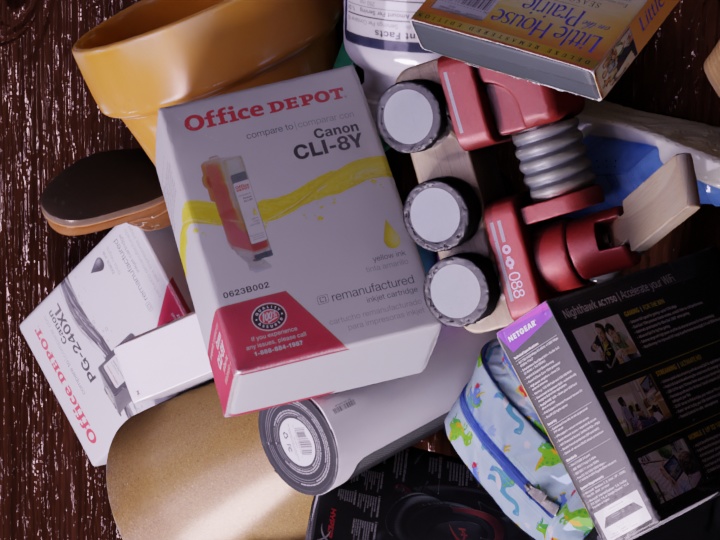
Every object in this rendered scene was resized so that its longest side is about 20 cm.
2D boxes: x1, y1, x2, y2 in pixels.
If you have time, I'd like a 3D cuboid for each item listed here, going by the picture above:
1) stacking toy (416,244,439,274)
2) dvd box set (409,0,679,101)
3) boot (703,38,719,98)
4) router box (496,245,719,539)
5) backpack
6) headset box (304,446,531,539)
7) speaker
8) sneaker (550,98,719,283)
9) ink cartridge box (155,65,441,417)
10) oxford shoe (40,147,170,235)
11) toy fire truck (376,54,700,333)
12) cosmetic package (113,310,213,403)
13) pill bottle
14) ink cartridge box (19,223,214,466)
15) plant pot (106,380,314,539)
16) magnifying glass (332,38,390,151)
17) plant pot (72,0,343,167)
[{"bbox_3d":[0.000,0.000,1.501,0.198,0.085,0.086,-5,100,7],"label":"stacking toy"},{"bbox_3d":[0.144,-0.199,1.309,0.146,0.200,0.029,20,151,38],"label":"dvd box set"},{"bbox_3d":[0.300,-0.107,1.260,0.202,0.070,0.144,58,134,21],"label":"boot"},{"bbox_3d":[0.192,0.075,1.325,0.051,0.199,0.150,-35,76,40],"label":"router box"},{"bbox_3d":[0.151,0.125,1.425,0.199,0.162,0.155,30,113,42],"label":"backpack"},{"bbox_3d":[0.060,0.201,1.479,0.198,0.149,0.076,13,119,-3],"label":"headset box"},{"bbox_3d":[0.024,0.085,1.488,0.081,0.199,0.082,21,122,38],"label":"speaker"},{"bbox_3d":[0.190,-0.042,1.379,0.199,0.076,0.112,19,112,41],"label":"sneaker"},{"bbox_3d":[-0.046,-0.022,1.403,0.084,0.144,0.201,105,150,-64],"label":"ink cartridge box"},{"bbox_3d":[-0.169,-0.056,1.636,0.071,0.199,0.072,37,128,27],"label":"oxford shoe"},{"bbox_3d":[0.124,-0.064,1.321,0.199,0.128,0.178,-15,91,25],"label":"toy fire truck"},{"bbox_3d":[-0.081,0.041,1.598,0.199,0.083,0.051,-23,87,13],"label":"cosmetic package"},{"bbox_3d":[0.044,-0.197,1.448,0.115,0.115,0.202,17,113,40],"label":"pill bottle"},{"bbox_3d":[-0.181,0.053,1.758,0.200,0.083,0.146,-41,74,41],"label":"ink cartridge box"},{"bbox_3d":[-0.062,0.148,1.627,0.199,0.186,0.187,-34,78,28],"label":"plant pot"},{"bbox_3d":[0.012,-0.185,1.521,0.022,0.079,0.202,7,96,37],"label":"magnifying glass"},{"bbox_3d":[-0.086,-0.121,1.558,0.199,0.200,0.184,-7,113,44],"label":"plant pot"}]
